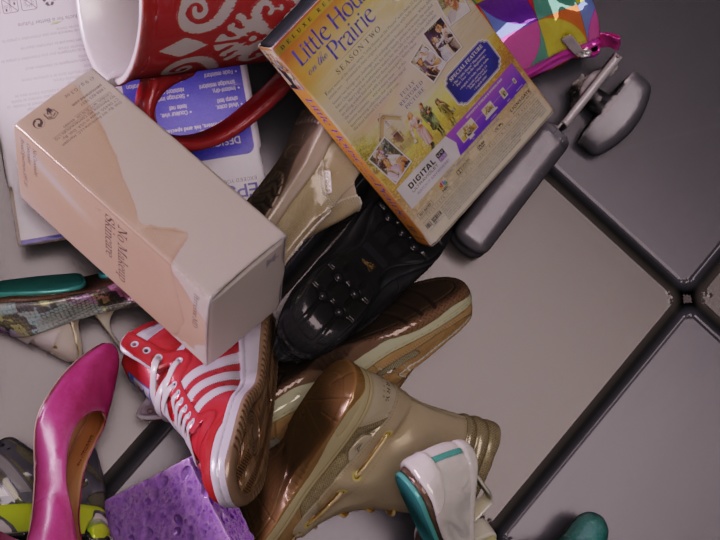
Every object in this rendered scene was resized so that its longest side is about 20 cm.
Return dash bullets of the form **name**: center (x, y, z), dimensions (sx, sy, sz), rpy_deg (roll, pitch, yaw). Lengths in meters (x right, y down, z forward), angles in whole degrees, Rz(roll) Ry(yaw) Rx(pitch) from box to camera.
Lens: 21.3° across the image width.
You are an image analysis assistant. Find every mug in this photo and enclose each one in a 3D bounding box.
- **mug**: center (-0.100, -0.194, 1.418), dimensions (0.198, 0.179, 0.134), rpy_deg (-9, 48, -27)

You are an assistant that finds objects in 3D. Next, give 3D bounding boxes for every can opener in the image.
- **can opener**: center (0.153, -0.084, 1.497), dimensions (0.067, 0.053, 0.201), rpy_deg (38, 81, -1)

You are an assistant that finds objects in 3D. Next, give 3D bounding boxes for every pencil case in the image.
- **pencil case**: center (0.095, -0.170, 1.483), dimensions (0.198, 0.088, 0.089), rpy_deg (-24, 87, -7)

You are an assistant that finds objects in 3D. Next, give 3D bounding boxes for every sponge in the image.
- **sponge**: center (-0.107, 0.238, 1.401), dimensions (0.030, 0.111, 0.201), rpy_deg (-25, 86, -52)

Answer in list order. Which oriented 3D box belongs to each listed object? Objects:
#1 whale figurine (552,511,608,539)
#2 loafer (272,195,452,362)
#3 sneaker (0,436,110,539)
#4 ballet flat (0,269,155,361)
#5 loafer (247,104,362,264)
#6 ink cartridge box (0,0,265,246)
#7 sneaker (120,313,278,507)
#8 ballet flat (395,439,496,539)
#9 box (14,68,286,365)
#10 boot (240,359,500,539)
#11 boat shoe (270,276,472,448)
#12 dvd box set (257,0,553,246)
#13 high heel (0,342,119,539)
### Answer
- **whale figurine**: center (0.189, 0.260, 1.434), dimensions (0.198, 0.104, 0.161), rpy_deg (-8, 84, -8)
- **loafer**: center (0.000, 0.000, 1.440), dimensions (0.068, 0.070, 0.200), rpy_deg (48, 48, -2)
- **sneaker**: center (-0.279, 0.165, 1.411), dimensions (0.198, 0.074, 0.082), rpy_deg (5, 61, -4)
- **ballet flat**: center (-0.197, 0.027, 1.437), dimensions (0.198, 0.069, 0.072), rpy_deg (-14, 104, -9)
- **loafer**: center (-0.037, -0.053, 1.423), dimensions (0.068, 0.076, 0.201), rpy_deg (31, 90, -19)
- **ink cartridge box**: center (-0.182, -0.130, 1.464), dimensions (0.196, 0.047, 0.202), rpy_deg (-9, 86, -11)
- **sneaker**: center (-0.121, 0.098, 1.357), dimensions (0.111, 0.201, 0.072), rpy_deg (-4, 121, 6)
- **ballet flat**: center (0.071, 0.191, 1.391), dimensions (0.069, 0.201, 0.070), rpy_deg (-5, 50, 6)
- **box**: center (-0.148, -0.038, 1.351), dimensions (0.200, 0.095, 0.078), rpy_deg (40, 61, 20)
- **boot**: center (-0.001, 0.168, 1.431), dimensions (0.154, 0.073, 0.201), rpy_deg (21, 114, -31)
- **boat shoe**: center (0.004, 0.079, 1.459), dimensions (0.199, 0.072, 0.077), rpy_deg (-28, 111, -4)
- **dvd box set**: center (0.036, -0.139, 1.399), dimensions (0.147, 0.029, 0.200), rpy_deg (-48, 116, -14)
- **high heel**: center (-0.191, 0.150, 1.347), dimensions (0.095, 0.068, 0.201), rpy_deg (18, 73, 18)
